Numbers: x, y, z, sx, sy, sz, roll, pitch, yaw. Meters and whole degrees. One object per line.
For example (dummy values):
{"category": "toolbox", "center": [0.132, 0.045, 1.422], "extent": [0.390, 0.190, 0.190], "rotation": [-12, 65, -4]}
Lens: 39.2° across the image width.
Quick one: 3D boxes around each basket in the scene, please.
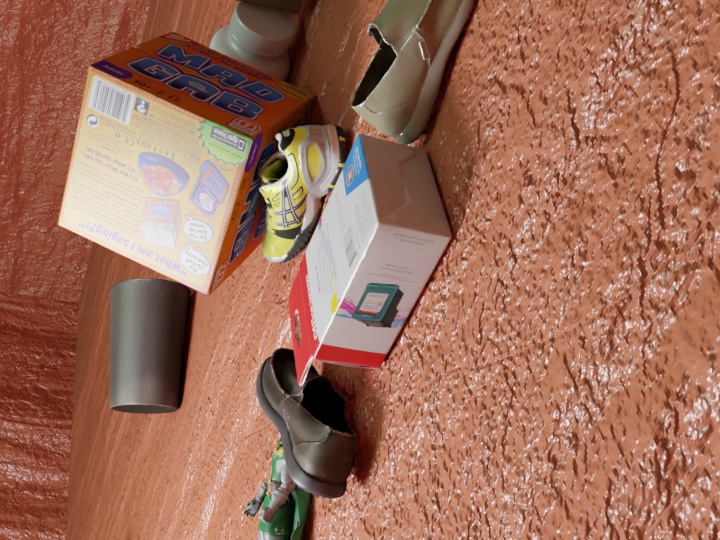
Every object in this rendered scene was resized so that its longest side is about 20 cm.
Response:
{"category": "basket", "center": [-0.357, 0.132, 1.691], "extent": [0.180, 0.135, 0.202], "rotation": [139, 133, -65]}

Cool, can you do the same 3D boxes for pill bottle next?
{"category": "pill bottle", "center": [-0.159, -0.258, 1.353], "extent": [0.200, 0.110, 0.112], "rotation": [121, 151, -42]}

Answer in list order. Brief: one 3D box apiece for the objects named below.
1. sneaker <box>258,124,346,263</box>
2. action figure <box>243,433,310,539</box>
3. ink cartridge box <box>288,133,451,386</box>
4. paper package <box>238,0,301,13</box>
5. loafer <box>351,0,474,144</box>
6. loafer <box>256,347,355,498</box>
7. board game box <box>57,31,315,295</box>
{"category": "sneaker", "center": [-0.081, -0.089, 1.121], "extent": [0.076, 0.076, 0.201], "rotation": [-102, 28, -42]}
{"category": "action figure", "center": [-0.084, 0.244, 1.016], "extent": [0.118, 0.054, 0.202], "rotation": [161, 121, -70]}
{"category": "ink cartridge box", "center": [0.000, 0.000, 0.873], "extent": [0.117, 0.067, 0.201], "rotation": [-101, 29, -45]}
{"category": "paper package", "center": [-0.102, -0.450, 1.233], "extent": [0.200, 0.103, 0.192], "rotation": [113, 166, -67]}
{"category": "loafer", "center": [0.044, -0.206, 0.846], "extent": [0.076, 0.068, 0.202], "rotation": [-130, 53, -64]}
{"category": "loafer", "center": [-0.041, 0.127, 0.943], "extent": [0.071, 0.073, 0.200], "rotation": [-62, 30, 17]}
{"category": "board game box", "center": [-0.200, -0.131, 1.180], "extent": [0.200, 0.199, 0.201], "rotation": [-54, -14, -62]}
